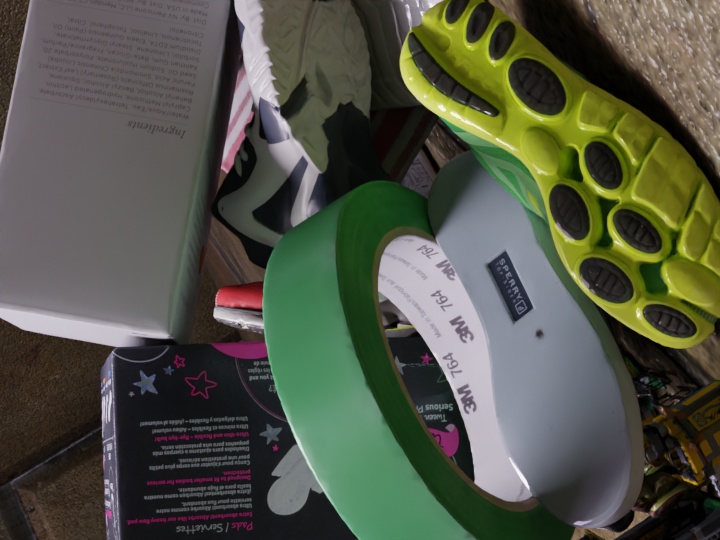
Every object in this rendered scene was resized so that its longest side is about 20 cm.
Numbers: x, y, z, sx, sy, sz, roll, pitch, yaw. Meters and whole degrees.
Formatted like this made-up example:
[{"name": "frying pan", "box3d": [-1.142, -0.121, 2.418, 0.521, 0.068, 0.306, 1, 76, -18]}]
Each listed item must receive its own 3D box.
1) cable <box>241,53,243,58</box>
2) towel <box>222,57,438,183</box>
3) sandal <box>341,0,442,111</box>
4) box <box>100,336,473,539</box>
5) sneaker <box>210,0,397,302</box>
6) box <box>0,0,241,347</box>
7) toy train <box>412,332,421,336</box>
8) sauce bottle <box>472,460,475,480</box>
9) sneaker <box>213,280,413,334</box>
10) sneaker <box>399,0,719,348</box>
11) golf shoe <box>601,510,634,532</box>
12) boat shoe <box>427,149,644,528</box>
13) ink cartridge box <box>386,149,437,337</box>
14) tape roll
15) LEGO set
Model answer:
[{"name": "cable", "box3d": [-0.063, -0.171, 0.915, 0.199, 0.050, 0.098, -17, 96, 37]}, {"name": "towel", "box3d": [-0.027, -0.105, 0.932, 0.030, 0.147, 0.200, 14, -157, -46]}, {"name": "sandal", "box3d": [0.006, -0.130, 0.840, 0.202, 0.050, 0.083, -16, 106, 51]}, {"name": "box", "box3d": [-0.048, 0.104, 0.854, 0.132, 0.198, 0.116, 146, 122, -75]}, {"name": "sneaker", "box3d": [-0.049, -0.075, 0.833, 0.129, 0.079, 0.201, -6, 115, 47]}, {"name": "box", "box3d": [-0.136, -0.062, 0.835, 0.152, 0.105, 0.202, 115, 165, -81]}, {"name": "toy train", "box3d": [0.059, 0.096, 1.161, 0.201, 0.085, 0.114, 63, -178, -32]}, {"name": "sauce bottle", "box3d": [0.079, 0.129, 0.904, 0.066, 0.066, 0.200, 58, 167, 8]}, {"name": "sneaker", "box3d": [0.000, 0.000, 0.969, 0.077, 0.198, 0.086, 49, -146, -81]}, {"name": "sneaker", "box3d": [0.101, -0.050, 0.670, 0.200, 0.074, 0.083, 51, -165, 25]}, {"name": "golf shoe", "box3d": [0.127, 0.094, 0.950, 0.092, 0.073, 0.201, 32, 162, 44]}, {"name": "boat shoe", "box3d": [0.105, 0.032, 0.735, 0.091, 0.071, 0.202, 15, -131, -50]}, {"name": "ink cartridge box", "box3d": [-0.001, -0.049, 1.038, 0.201, 0.108, 0.050, 59, 173, 4]}, {"name": "tape roll", "box3d": [0.034, 0.056, 0.720, 0.200, 0.048, 0.202, 42, -148, -34]}, {"name": "LEGO set", "box3d": [0.146, 0.134, 0.789, 0.155, 0.115, 0.200, 62, 170, -15]}]
